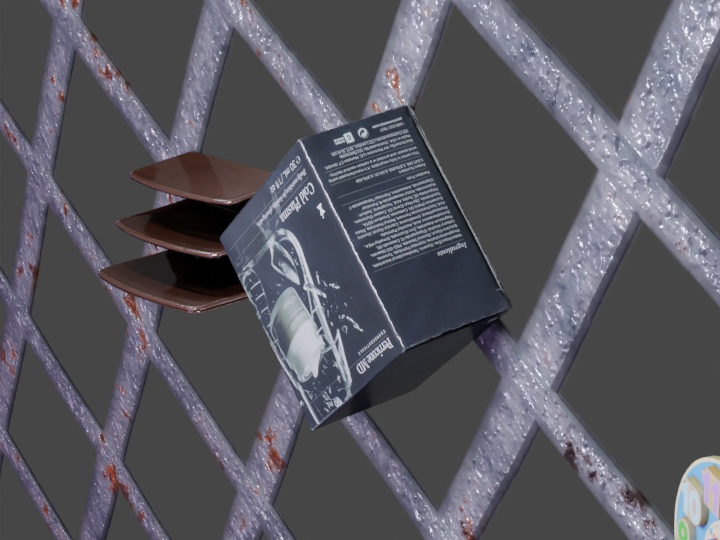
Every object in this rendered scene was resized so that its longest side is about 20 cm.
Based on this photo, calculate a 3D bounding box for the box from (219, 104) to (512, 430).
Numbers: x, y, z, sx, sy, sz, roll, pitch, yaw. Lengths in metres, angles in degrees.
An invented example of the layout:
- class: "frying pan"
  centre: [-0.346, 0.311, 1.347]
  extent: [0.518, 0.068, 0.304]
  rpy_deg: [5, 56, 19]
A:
- class: "box"
  centre: [0.000, 0.000, 1.672]
  extent: [0.197, 0.124, 0.200]
  rpy_deg: [62, 148, 11]

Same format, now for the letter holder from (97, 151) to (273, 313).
- class: "letter holder"
  centre: [-0.164, -0.037, 1.887]
  extent: [0.200, 0.142, 0.101]
  rpy_deg: [17, 121, 53]

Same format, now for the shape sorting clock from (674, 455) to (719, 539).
- class: "shape sorting clock"
  centre: [0.270, 0.232, 1.410]
  extent: [0.200, 0.039, 0.201]
  rpy_deg: [172, 90, -74]
